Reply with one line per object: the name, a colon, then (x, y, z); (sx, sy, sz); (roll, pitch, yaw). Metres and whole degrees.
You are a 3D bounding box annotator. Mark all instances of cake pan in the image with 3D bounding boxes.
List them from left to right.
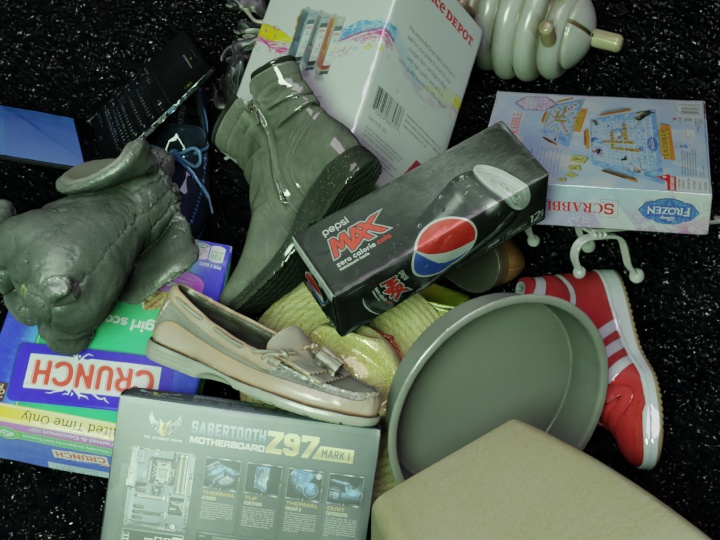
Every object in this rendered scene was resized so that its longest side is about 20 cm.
cake pan: (0.104, 0.104, 1.014); (0.198, 0.202, 0.037); (-19, 31, -18)

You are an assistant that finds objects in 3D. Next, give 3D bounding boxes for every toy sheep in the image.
toy sheep: (0.166, -0.252, 1.288); (0.198, 0.139, 0.138); (25, 56, 19)

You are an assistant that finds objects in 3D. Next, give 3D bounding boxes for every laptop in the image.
laptop: (-0.247, -0.163, 1.150); (0.200, 0.103, 0.177); (-42, 27, 3)

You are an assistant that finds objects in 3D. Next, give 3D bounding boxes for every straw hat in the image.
straw hat: (-0.005, 0.084, 1.032); (0.198, 0.085, 0.203); (-1, 75, 2)

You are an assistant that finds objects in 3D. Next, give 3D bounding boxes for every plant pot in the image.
plant pot: (0.108, 0.232, 0.923); (0.199, 0.201, 0.177); (-27, 53, -22)

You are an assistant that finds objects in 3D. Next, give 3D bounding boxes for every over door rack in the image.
over door rack: (0.231, -0.053, 1.171); (0.198, 0.067, 0.148); (-17, 33, -26)

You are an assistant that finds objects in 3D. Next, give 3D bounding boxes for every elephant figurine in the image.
elephant figurine: (-0.192, -0.041, 1.007); (0.200, 0.142, 0.155); (-39, 62, -24)

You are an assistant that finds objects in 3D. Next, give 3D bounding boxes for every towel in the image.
towel: (0.000, 0.000, 1.140); (0.198, 0.018, 0.086); (19, 16, 7)

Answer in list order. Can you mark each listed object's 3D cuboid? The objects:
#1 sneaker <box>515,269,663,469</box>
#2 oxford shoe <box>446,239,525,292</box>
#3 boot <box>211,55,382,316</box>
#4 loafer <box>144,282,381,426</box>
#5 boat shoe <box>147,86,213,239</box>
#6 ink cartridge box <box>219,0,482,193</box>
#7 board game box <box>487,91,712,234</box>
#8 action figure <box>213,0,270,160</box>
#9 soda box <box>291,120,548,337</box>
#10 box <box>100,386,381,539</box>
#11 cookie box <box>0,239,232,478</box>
sneaker: (0.185, 0.083, 1.097); (0.111, 0.072, 0.201); (0, 48, -11)
oxford shoe: (0.070, -0.049, 1.192); (0.200, 0.072, 0.071); (44, 30, 27)
boot: (-0.077, -0.066, 1.043); (0.131, 0.200, 0.067); (49, 29, 17)
loafer: (-0.073, 0.062, 0.969); (0.198, 0.072, 0.064); (16, 94, 22)
boat shoe: (-0.179, -0.114, 1.196); (0.083, 0.069, 0.202); (-4, 56, -8)
ink cartridge box: (-0.005, -0.163, 1.140); (0.143, 0.145, 0.202); (8, 72, 35)
board game box: (0.208, -0.100, 1.144); (0.197, 0.042, 0.200); (5, 30, 11)
action figure: (-0.087, -0.189, 1.231); (0.101, 0.120, 0.202); (-1, 50, 1)
soda box: (0.049, -0.034, 1.009); (0.199, 0.064, 0.071); (-30, 60, -13)
box: (-0.091, 0.180, 0.962); (0.198, 0.051, 0.160); (7, 92, -4)
cookie box: (-0.208, 0.064, 1.066); (0.169, 0.076, 0.202); (10, 56, -1)
